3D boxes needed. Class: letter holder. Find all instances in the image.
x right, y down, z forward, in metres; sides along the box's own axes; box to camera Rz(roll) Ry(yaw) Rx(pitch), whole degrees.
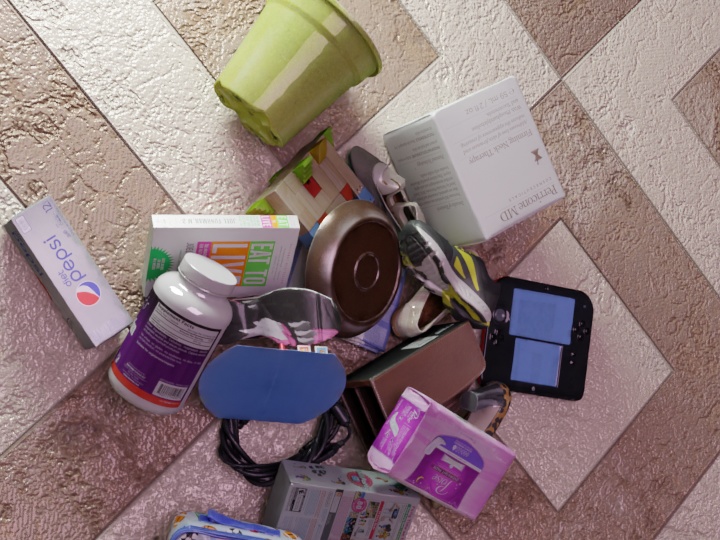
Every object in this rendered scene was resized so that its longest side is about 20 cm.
[{"bbox_3d":[0.088,0.182,1.737,0.199,0.100,0.143,-28,98,-33],"label":"letter holder"}]

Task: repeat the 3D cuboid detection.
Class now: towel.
[{"bbox_3d":[-0.031,0.025,1.754,0.199,0.024,0.148,25,72,-23],"label":"towel"}]

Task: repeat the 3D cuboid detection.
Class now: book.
[{"bbox_3d":[-0.192,-0.023,1.615,0.198,0.134,0.048,-1,49,-19],"label":"book"}]

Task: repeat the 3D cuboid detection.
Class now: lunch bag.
[{"bbox_3d":[-0.175,0.404,1.570,0.198,0.076,0.161,13,103,-10],"label":"lunch bag"}]

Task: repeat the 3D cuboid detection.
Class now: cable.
[{"bbox_3d":[-0.114,0.213,1.676,0.199,0.051,0.164,-23,94,-25],"label":"cable"}]

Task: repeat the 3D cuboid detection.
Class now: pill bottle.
[{"bbox_3d":[-0.242,0.082,1.555,0.112,0.113,0.201,25,104,-20],"label":"pill bottle"}]

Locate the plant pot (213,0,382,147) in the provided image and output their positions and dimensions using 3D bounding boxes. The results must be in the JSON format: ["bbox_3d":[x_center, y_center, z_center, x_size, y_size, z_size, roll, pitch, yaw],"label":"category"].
[{"bbox_3d":[-0.102,-0.284,1.678,0.200,0.200,0.184,43,79,-15],"label":"plant pot"}]

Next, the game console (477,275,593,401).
[{"bbox_3d":[0.281,0.109,1.888,0.199,0.031,0.178,11,79,-24],"label":"game console"}]

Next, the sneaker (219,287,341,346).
[{"bbox_3d":[-0.124,0.059,1.637,0.198,0.086,0.081,2,95,6],"label":"sneaker"}]

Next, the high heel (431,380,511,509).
[{"bbox_3d":[0.172,0.267,1.808,0.142,0.071,0.201,-3,115,-59],"label":"high heel"}]

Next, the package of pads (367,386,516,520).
[{"bbox_3d":[0.114,0.260,1.657,0.200,0.076,0.121,34,87,-34],"label":"package of pads"}]

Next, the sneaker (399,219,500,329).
[{"bbox_3d":[0.133,-0.005,1.754,0.200,0.074,0.085,51,51,-20],"label":"sneaker"}]

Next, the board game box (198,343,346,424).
[{"bbox_3d":[-0.121,0.143,1.605,0.198,0.159,0.039,6,46,-16],"label":"board game box"}]

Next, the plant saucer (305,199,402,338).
[{"bbox_3d":[0.000,0.000,1.697,0.199,0.032,0.202,-13,107,-48],"label":"plant saucer"}]

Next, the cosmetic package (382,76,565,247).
[{"bbox_3d":[0.170,-0.158,1.792,0.167,0.166,0.201,-28,97,-26],"label":"cosmetic package"}]

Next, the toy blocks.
[{"bbox_3d":[-0.060,-0.095,1.708,0.137,0.100,0.200,50,45,-15],"label":"toy blocks"}]

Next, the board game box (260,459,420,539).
[{"bbox_3d":[-0.033,0.355,1.659,0.199,0.064,0.149,12,108,-22],"label":"board game box"}]

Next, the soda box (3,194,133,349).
[{"bbox_3d":[-0.385,0.005,1.561,0.063,0.068,0.201,-36,100,-24],"label":"soda box"}]

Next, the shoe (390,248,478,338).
[{"bbox_3d":[0.127,0.035,1.804,0.200,0.053,0.070,-44,106,-30],"label":"shoe"}]

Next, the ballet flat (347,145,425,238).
[{"bbox_3d":[0.053,-0.106,1.782,0.067,0.063,0.201,-38,103,-52],"label":"ballet flat"}]
